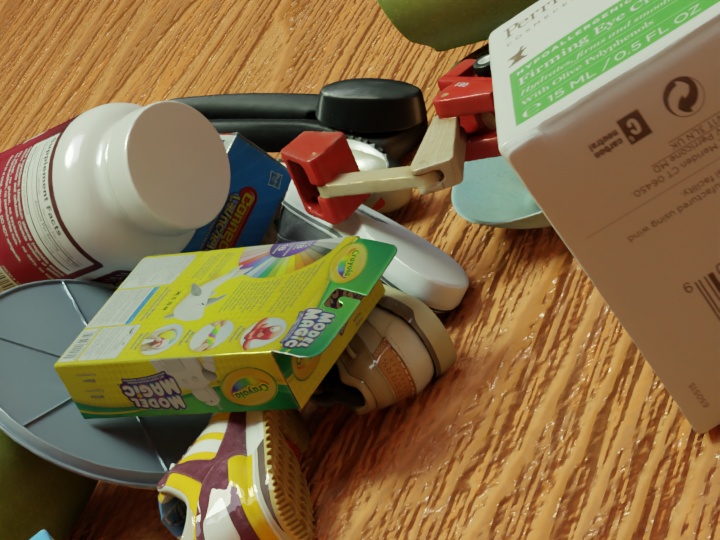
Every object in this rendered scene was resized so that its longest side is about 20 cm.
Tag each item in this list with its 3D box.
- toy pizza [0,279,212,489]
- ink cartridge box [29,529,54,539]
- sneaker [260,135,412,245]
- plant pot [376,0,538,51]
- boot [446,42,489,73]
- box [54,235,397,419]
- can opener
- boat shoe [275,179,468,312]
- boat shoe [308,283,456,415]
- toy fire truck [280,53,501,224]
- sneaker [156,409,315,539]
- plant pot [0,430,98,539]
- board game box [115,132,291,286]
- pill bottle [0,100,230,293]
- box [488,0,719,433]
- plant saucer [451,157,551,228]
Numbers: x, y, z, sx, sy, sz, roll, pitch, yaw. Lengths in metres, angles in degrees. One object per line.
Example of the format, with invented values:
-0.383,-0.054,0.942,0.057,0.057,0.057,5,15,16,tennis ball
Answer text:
-0.160,0.076,1.736,0.201,0.199,0.032,-75,6,-58,toy pizza
-0.223,0.258,1.548,0.200,0.084,0.145,-38,22,-4,ink cartridge box
-0.042,-0.032,1.917,0.199,0.070,0.094,-6,54,48,sneaker
0.101,-0.236,1.808,0.183,0.201,0.201,-20,27,30,plant pot
0.145,-0.181,1.932,0.174,0.066,0.200,-17,27,14,boot
-0.074,0.034,1.647,0.199,0.049,0.118,-6,33,38,box
-0.048,-0.109,1.981,0.198,0.079,0.064,1,31,10,can opener
0.000,0.000,1.776,0.200,0.071,0.068,33,104,53,boat shoe
-0.023,0.042,1.705,0.068,0.075,0.200,-38,22,-21,boat shoe
0.060,-0.082,1.716,0.141,0.049,0.199,-38,26,-30,toy fire truck
-0.082,0.114,1.644,0.090,0.075,0.200,-26,22,9,sneaker
-0.257,0.143,1.739,0.186,0.188,0.200,-13,18,44,plant pot
-0.156,0.003,1.920,0.195,0.056,0.201,5,66,59,board game box
-0.178,-0.046,1.827,0.199,0.113,0.113,-19,26,48,pill bottle
0.200,-0.069,1.432,0.198,0.200,0.172,-31,20,13,box
0.151,-0.082,1.747,0.200,0.039,0.201,-30,23,14,plant saucer
